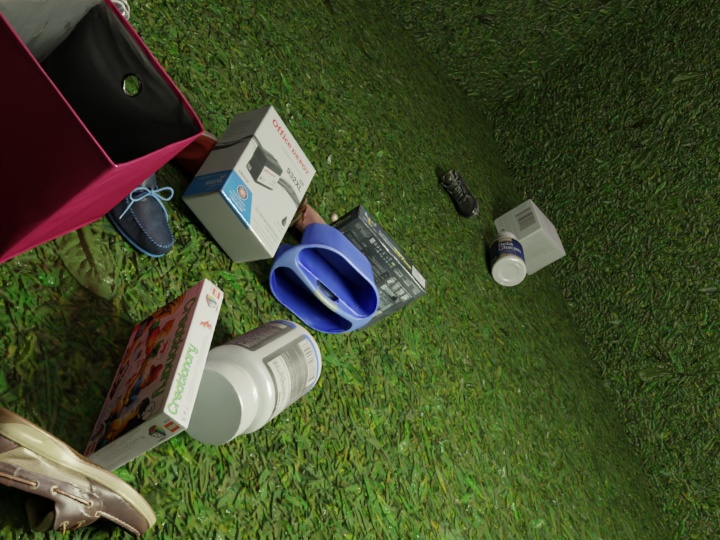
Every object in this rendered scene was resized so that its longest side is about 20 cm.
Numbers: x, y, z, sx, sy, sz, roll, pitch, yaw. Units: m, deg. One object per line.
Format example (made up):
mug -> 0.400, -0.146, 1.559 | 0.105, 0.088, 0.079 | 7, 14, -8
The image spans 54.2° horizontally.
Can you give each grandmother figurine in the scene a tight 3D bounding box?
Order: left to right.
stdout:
grandmother figurine -> -0.062, -0.058, 1.355 | 0.200, 0.061, 0.121 | 45, 54, -33

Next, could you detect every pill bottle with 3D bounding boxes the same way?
pill bottle -> -0.140, 0.139, 0.894 | 0.114, 0.114, 0.200 | 59, 24, 3
pill bottle -> 0.483, -0.045, 2.319 | 0.111, 0.111, 0.200 | 48, 25, -21

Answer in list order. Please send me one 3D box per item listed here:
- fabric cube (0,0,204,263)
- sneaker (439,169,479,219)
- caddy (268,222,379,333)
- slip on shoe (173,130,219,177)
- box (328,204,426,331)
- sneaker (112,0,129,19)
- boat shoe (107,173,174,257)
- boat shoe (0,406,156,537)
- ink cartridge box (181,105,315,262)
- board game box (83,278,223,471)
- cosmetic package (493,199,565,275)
fabric cube -> -0.334, -0.159, 0.768 | 0.196, 0.199, 0.200 | 54, 24, -8
sneaker -> 0.316, -0.255, 2.297 | 0.114, 0.076, 0.200 | 30, 33, -44
caddy -> -0.059, 0.021, 1.158 | 0.200, 0.141, 0.105 | 43, 23, -29
slip on shoe -> -0.238, -0.165, 1.123 | 0.200, 0.074, 0.061 | 36, 35, -50
box -> 0.000, 0.000, 1.274 | 0.200, 0.158, 0.051 | 47, 25, -21
sneaker -> -0.382, -0.386, 1.047 | 0.076, 0.080, 0.200 | 48, 8, -41
boat shoe -> -0.305, -0.113, 0.929 | 0.200, 0.069, 0.084 | 57, 24, -3
boat shoe -> -0.273, 0.202, 0.637 | 0.200, 0.072, 0.072 | 53, 53, -37
ink cartridge box -> -0.167, -0.135, 1.097 | 0.145, 0.084, 0.200 | 55, 42, -37
board game box -> -0.219, 0.109, 0.760 | 0.035, 0.126, 0.200 | 45, 27, -28
cosmetic package -> 0.634, -0.123, 2.637 | 0.200, 0.165, 0.165 | 38, 31, -37
